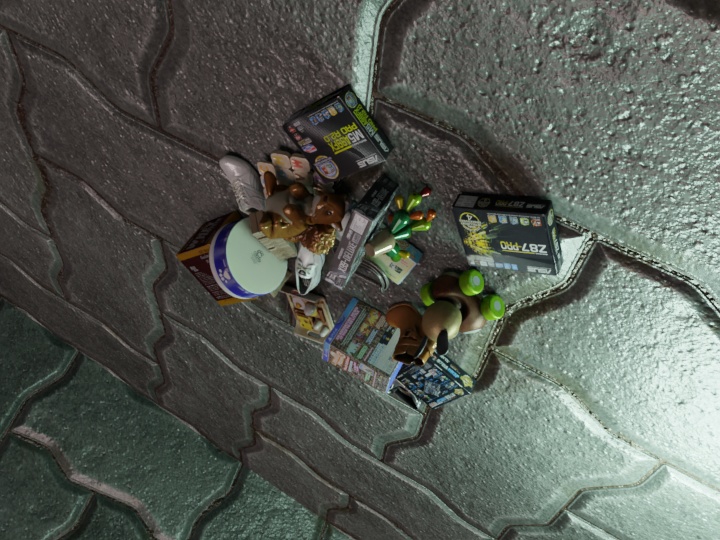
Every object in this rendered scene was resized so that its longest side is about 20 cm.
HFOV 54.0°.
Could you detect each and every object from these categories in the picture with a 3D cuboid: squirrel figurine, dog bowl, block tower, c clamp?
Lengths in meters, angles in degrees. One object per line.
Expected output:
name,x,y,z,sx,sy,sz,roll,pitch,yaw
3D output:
squirrel figurine,-0.115,-0.126,1.612,0.182,0.144,0.201,-4,151,14
dog bowl,-0.285,-0.032,1.815,0.078,0.201,0.201,-11,126,45
block tower,-0.209,-0.084,1.732,0.053,0.059,0.200,-15,160,10
c clamp,0.000,0.000,1.735,0.198,0.027,0.172,24,154,38

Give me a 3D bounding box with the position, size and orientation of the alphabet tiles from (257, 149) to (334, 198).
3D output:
alphabet tiles,-0.148,-0.192,1.646,0.192,0.015,0.202,14,142,18

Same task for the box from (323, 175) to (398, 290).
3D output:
box,0.002,-0.080,1.499,0.049,0.158,0.202,29,131,5

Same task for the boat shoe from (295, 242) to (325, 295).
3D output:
boat shoe,-0.134,-0.007,1.833,0.072,0.067,0.202,22,144,18

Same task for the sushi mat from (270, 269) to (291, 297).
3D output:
sushi mat,-0.268,-0.031,1.896,0.012,0.096,0.201,-10,126,46

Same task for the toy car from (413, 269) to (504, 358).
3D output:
toy car,0.197,0.120,1.574,0.158,0.201,0.163,46,145,-17

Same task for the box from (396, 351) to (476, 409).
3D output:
box,0.197,0.294,1.927,0.158,0.046,0.200,39,146,-6

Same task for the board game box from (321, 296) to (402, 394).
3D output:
board game box,0.022,0.197,1.861,0.197,0.160,0.098,28,146,12

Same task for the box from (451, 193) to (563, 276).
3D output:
box,0.291,-0.072,1.396,0.197,0.049,0.163,9,141,34

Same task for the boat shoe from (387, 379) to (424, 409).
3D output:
boat shoe,0.102,0.327,2.035,0.198,0.063,0.073,33,147,4

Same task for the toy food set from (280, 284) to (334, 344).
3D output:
toy food set,-0.158,0.132,2.030,0.141,0.061,0.202,15,141,27

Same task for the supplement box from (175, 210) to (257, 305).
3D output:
supplement box,-0.364,-0.029,1.950,0.195,0.134,0.201,-11,126,48

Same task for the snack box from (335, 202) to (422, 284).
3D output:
snack box,0.038,-0.061,1.642,0.199,0.037,0.116,37,148,-1

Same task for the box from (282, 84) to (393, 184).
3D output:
box,-0.049,-0.274,1.453,0.198,0.045,0.161,-11,124,48

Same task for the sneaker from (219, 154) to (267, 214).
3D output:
sneaker,-0.275,-0.194,1.721,0.201,0.081,0.070,48,146,-15

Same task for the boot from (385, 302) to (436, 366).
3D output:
boot,0.115,0.164,1.740,0.197,0.156,0.077,6,138,36

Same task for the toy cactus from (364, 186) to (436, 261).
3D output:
toy cactus,0.071,-0.084,1.484,0.103,0.164,0.201,49,144,14
